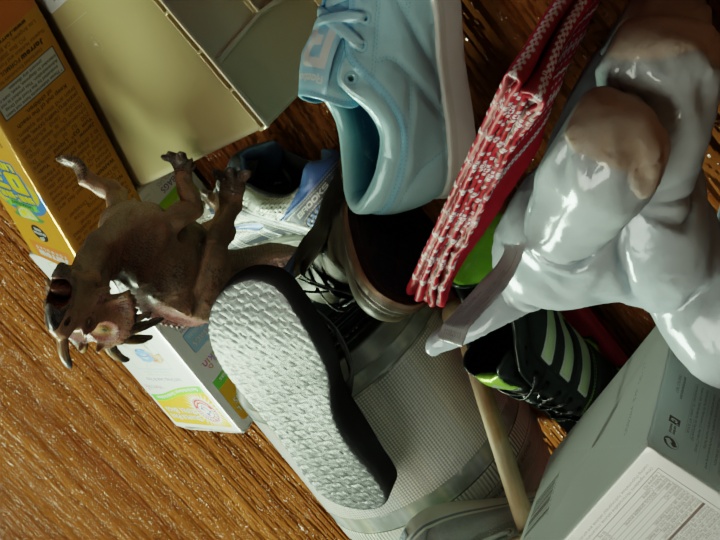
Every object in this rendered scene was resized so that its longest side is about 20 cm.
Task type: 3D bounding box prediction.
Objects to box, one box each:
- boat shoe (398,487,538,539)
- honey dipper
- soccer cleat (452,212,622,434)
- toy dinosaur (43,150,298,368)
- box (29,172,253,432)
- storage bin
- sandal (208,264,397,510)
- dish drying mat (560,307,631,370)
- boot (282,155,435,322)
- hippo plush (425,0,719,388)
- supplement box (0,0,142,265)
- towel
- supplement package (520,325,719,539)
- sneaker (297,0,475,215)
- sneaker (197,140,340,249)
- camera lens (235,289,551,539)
[{"bbox_3d":[0.125,0.179,0.883,0.072,0.199,0.071,-128,35,-58],"label":"boat shoe"},{"bbox_3d":[0.088,0.110,0.845,0.038,0.038,0.202,120,138,-61],"label":"honey dipper"},{"bbox_3d":[0.105,0.055,0.837,0.067,0.081,0.201,-4,129,47],"label":"soccer cleat"},{"bbox_3d":[-0.122,0.003,0.855,0.199,0.137,0.085,14,165,-41],"label":"toy dinosaur"},{"bbox_3d":[-0.145,0.021,1.098,0.101,0.113,0.201,-3,129,50],"label":"box"},{"bbox_3d":[-0.135,-0.165,0.850,0.199,0.094,0.199,50,151,-16],"label":"storage bin"},{"bbox_3d":[-0.032,0.066,0.818,0.075,0.043,0.201,4,138,27],"label":"sandal"},{"bbox_3d":[0.146,0.057,0.897,0.200,0.018,0.077,49,150,-16],"label":"dish drying mat"},{"bbox_3d":[0.000,0.000,0.801,0.074,0.200,0.097,27,113,-12],"label":"boot"},{"bbox_3d":[0.152,-0.014,0.630,0.160,0.201,0.159,31,172,1],"label":"hippo plush"},{"bbox_3d":[-0.211,-0.091,0.880,0.066,0.069,0.201,19,147,39],"label":"supplement box"},{"bbox_3d":[0.081,-0.077,0.656,0.022,0.145,0.200,30,151,5],"label":"towel"},{"bbox_3d":[0.207,0.152,0.746,0.199,0.152,0.151,33,125,1],"label":"supplement package"},{"bbox_3d":[0.004,-0.122,0.705,0.074,0.081,0.202,11,121,57],"label":"sneaker"},{"bbox_3d":[-0.070,-0.051,0.962,0.199,0.077,0.086,-4,125,40],"label":"sneaker"},{"bbox_3d":[0.022,0.094,0.947,0.159,0.160,0.201,-4,128,52],"label":"camera lens"}]
